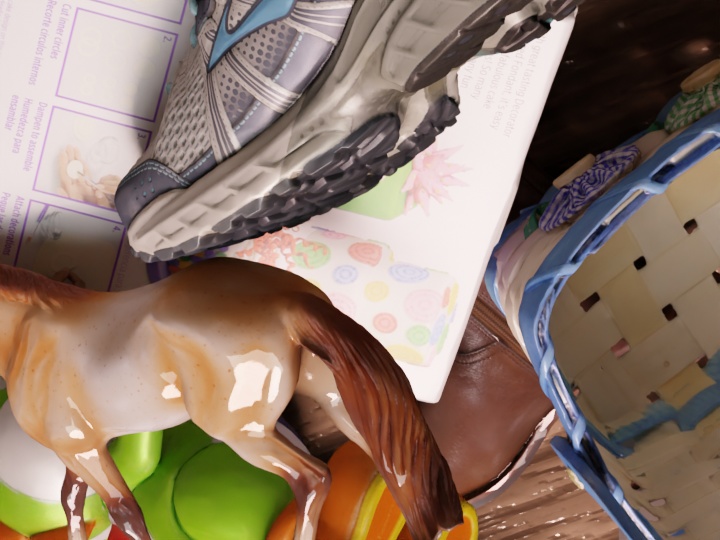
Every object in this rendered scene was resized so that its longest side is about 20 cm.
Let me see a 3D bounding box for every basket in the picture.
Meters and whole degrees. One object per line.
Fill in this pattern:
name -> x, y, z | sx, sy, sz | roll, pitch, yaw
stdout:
basket -> 0.130, 0.017, 0.853 | 0.176, 0.200, 0.139 | -37, 118, -8

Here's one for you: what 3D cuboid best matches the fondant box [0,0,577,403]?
fondant box -> -0.049, -0.054, 0.856 | 0.199, 0.058, 0.145 | 15, 122, -5

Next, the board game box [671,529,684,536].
board game box -> 0.205, 0.111, 1.003 | 0.151, 0.037, 0.200 | 30, 132, -25

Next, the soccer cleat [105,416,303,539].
soccer cleat -> -0.111, 0.100, 1.101 | 0.199, 0.065, 0.084 | -15, 141, 18

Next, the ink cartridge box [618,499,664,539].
ink cartridge box -> 0.220, 0.105, 1.088 | 0.146, 0.085, 0.200 | 29, 133, -29

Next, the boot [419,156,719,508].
boot -> 0.000, 0.000, 0.979 | 0.200, 0.064, 0.186 | 31, 129, -31

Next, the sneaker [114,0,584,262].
sneaker -> -0.009, -0.074, 0.774 | 0.077, 0.087, 0.200 | -19, 165, -47

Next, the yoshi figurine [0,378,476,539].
yoshi figurine -> -0.058, 0.053, 0.965 | 0.199, 0.112, 0.113 | 17, 119, 30

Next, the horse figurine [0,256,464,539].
horse figurine -> -0.053, 0.044, 0.836 | 0.199, 0.050, 0.133 | -7, 111, 36
